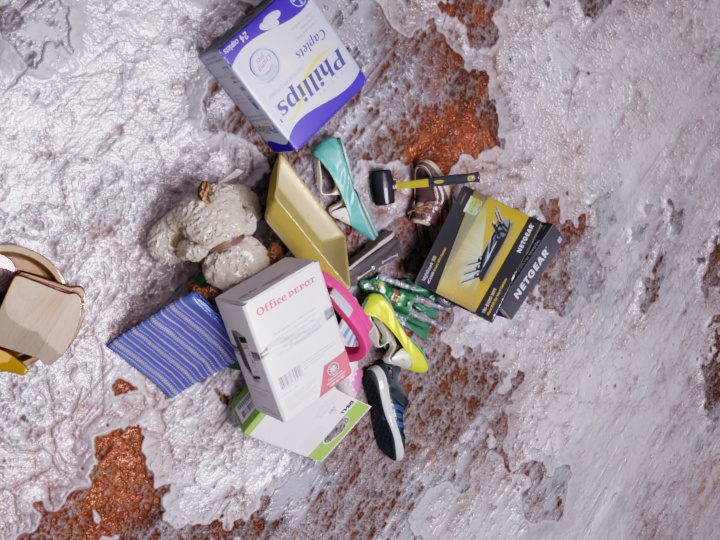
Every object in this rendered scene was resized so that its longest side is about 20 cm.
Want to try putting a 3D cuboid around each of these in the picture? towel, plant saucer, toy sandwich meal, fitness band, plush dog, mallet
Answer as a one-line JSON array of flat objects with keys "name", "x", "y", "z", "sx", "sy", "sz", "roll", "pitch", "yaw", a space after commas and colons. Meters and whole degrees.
[{"name": "towel", "x": -0.276, "y": 0.120, "z": 1.097, "sx": 0.199, "sy": 0.024, "sz": 0.145, "roll": -29, "pitch": 120, "yaw": 24}, {"name": "plant saucer", "x": -0.095, "y": -0.074, "z": 1.176, "sx": 0.048, "sy": 0.200, "sz": 0.200, "roll": -32, "pitch": 116, "yaw": 12}, {"name": "toy sandwich meal", "x": -0.499, "y": 0.060, "z": 1.006, "sx": 0.204, "sy": 0.070, "sz": 0.207, "roll": -5, "pitch": 99, "yaw": -30}, {"name": "fitness band", "x": -0.062, "y": 0.073, "z": 1.168, "sx": 0.200, "sy": 0.143, "sz": 0.038, "roll": 54, "pitch": 48, "yaw": -25}, {"name": "plush dog", "x": -0.207, "y": -0.041, "z": 1.090, "sx": 0.199, "sy": 0.160, "sz": 0.172, "roll": -31, "pitch": 90, "yaw": -24}, {"name": "mallet", "x": 0.117, "y": -0.150, "z": 1.293, "sx": 0.198, "sy": 0.041, "sz": 0.066, "roll": 2, "pitch": 103, "yaw": 10}]

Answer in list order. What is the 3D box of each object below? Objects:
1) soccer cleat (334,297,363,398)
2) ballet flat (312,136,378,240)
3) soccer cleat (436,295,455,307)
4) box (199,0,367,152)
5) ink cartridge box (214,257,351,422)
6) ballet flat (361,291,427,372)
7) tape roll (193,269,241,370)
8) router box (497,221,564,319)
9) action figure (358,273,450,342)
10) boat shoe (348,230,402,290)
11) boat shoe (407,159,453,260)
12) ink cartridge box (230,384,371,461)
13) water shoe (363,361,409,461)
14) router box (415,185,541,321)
[{"name": "soccer cleat", "x": -0.044, "y": 0.141, "z": 1.281, "sx": 0.086, "sy": 0.070, "sz": 0.202, "roll": 2, "pitch": 88, "yaw": -47}, {"name": "ballet flat", "x": -0.033, "y": -0.137, "z": 1.262, "sx": 0.070, "sy": 0.067, "sz": 0.201, "roll": -22, "pitch": 109, "yaw": 0}, {"name": "soccer cleat", "x": 0.205, "y": -0.010, "z": 1.393, "sx": 0.068, "sy": 0.073, "sz": 0.201, "roll": 36, "pitch": 75, "yaw": -12}, {"name": "box", "x": -0.121, "y": -0.327, "z": 1.152, "sx": 0.184, "sy": 0.105, "sz": 0.200, "roll": -47, "pitch": 117, "yaw": -15}, {"name": "ink cartridge box", "x": -0.112, "y": 0.099, "z": 1.066, "sx": 0.146, "sy": 0.083, "sz": 0.201, "roll": -32, "pitch": 116, "yaw": -36}, {"name": "ballet flat", "x": 0.056, "y": 0.131, "z": 1.313, "sx": 0.067, "sy": 0.067, "sz": 0.201, "roll": -50, "pitch": 120, "yaw": -36}, {"name": "tape roll", "x": -0.191, "y": 0.066, "z": 1.200, "sx": 0.199, "sy": 0.048, "sz": 0.202, "roll": -5, "pitch": 99, "yaw": -30}, {"name": "router box", "x": 0.285, "y": -0.011, "z": 1.401, "sx": 0.052, "sy": 0.157, "sz": 0.200, "roll": 45, "pitch": 76, "yaw": -31}, {"name": "action figure", "x": 0.079, "y": 0.057, "z": 1.356, "sx": 0.199, "sy": 0.055, "sz": 0.119, "roll": 22, "pitch": 89, "yaw": -27}, {"name": "boat shoe", "x": 0.000, "y": 0.000, "z": 1.291, "sx": 0.200, "sy": 0.067, "sz": 0.057, "roll": -37, "pitch": 107, "yaw": -24}, {"name": "boat shoe", "x": 0.129, "y": -0.107, "z": 1.345, "sx": 0.072, "sy": 0.072, "sz": 0.201, "roll": -28, "pitch": 117, "yaw": -36}, {"name": "ink cartridge box", "x": -0.102, "y": 0.238, "z": 1.239, "sx": 0.148, "sy": 0.076, "sz": 0.200, "roll": -49, "pitch": 132, "yaw": 6}, {"name": "water shoe", "x": 0.068, "y": 0.271, "z": 1.367, "sx": 0.079, "sy": 0.071, "sz": 0.201, "roll": -22, "pitch": 108, "yaw": -31}, {"name": "router box", "x": 0.214, "y": -0.030, "z": 1.290, "sx": 0.156, "sy": 0.052, "sz": 0.201, "roll": 26, "pitch": 88, "yaw": 13}]
